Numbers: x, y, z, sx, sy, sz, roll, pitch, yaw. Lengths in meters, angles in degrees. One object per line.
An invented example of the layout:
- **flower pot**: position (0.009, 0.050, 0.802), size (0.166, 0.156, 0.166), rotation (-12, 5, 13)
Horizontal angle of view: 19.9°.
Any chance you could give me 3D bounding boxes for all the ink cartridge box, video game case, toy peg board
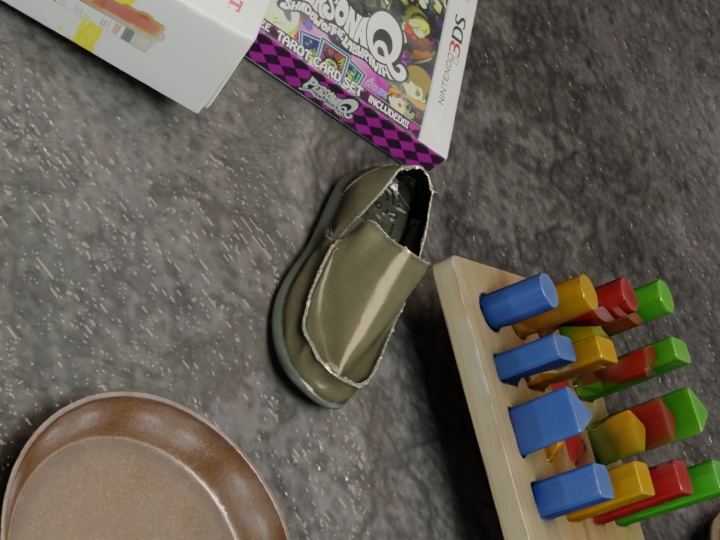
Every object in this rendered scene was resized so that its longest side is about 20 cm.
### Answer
- **ink cartridge box**: position (-0.148, -0.214, 1.273), size (0.200, 0.083, 0.145), rotation (30, 48, -14)
- **video game case**: position (-0.007, -0.189, 1.452), size (0.200, 0.036, 0.181), rotation (33, 49, -25)
- **toy peg board**: position (0.156, 0.084, 1.365), size (0.199, 0.098, 0.200), rotation (17, 54, -60)

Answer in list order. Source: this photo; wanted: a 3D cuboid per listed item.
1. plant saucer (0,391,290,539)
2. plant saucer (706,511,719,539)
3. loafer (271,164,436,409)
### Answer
- **plant saucer**: position (-0.122, 0.167, 1.146), size (0.200, 0.034, 0.200), rotation (22, 53, -33)
- **plant saucer**: position (0.326, 0.251, 1.474), size (0.200, 0.029, 0.200), rotation (29, 25, -15)
- **loafer**: position (0.000, 0.000, 1.328), size (0.075, 0.070, 0.200), rotation (36, 47, -24)
